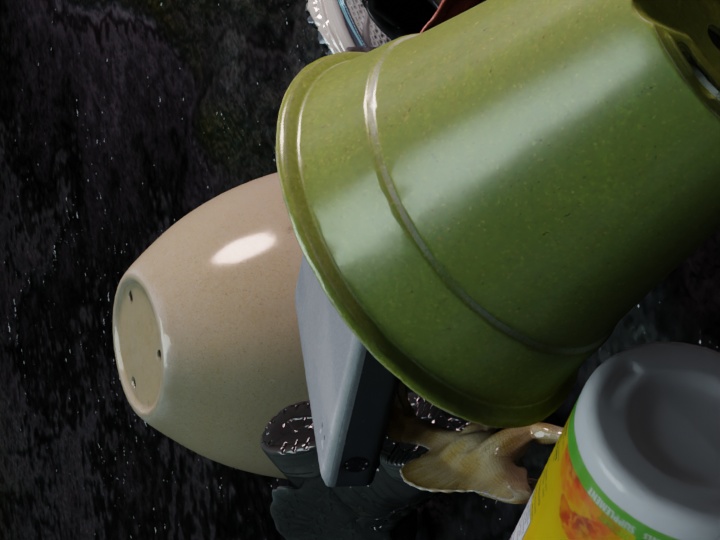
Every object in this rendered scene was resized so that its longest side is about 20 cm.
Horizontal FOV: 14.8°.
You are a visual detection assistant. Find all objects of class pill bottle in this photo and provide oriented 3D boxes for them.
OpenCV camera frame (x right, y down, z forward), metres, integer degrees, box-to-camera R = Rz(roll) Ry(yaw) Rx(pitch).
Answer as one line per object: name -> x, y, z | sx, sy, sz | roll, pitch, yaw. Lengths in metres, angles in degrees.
pill bottle -> 0.129, 0.137, 1.321 | 0.200, 0.111, 0.111 | 110, 144, -45

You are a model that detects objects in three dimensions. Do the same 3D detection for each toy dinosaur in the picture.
toy dinosaur -> 0.074, 0.103, 1.442 | 0.200, 0.101, 0.058 | -150, 54, -65

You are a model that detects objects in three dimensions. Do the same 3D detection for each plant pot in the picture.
plant pot -> 0.097, -0.059, 1.249 | 0.190, 0.200, 0.201 | -34, 62, 35
plant pot -> -0.077, 0.040, 1.728 | 0.200, 0.134, 0.201 | 173, 90, -65

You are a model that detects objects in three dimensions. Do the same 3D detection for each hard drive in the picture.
hard drive -> 0.000, 0.000, 1.458 | 0.200, 0.033, 0.140 | 103, 162, -50

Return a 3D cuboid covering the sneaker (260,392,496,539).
sneaker -> 0.016, 0.126, 1.628 | 0.199, 0.060, 0.104 | 0, 134, 40

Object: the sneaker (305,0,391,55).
sneaker -> 0.011, -0.168, 1.549 | 0.086, 0.078, 0.200 | -36, 77, 20

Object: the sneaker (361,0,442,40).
sneaker -> 0.039, -0.171, 1.470 | 0.076, 0.090, 0.201 | 111, 145, -52

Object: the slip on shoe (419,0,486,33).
slip on shoe -> 0.093, -0.163, 1.348 | 0.200, 0.061, 0.074 | -56, 49, 27
